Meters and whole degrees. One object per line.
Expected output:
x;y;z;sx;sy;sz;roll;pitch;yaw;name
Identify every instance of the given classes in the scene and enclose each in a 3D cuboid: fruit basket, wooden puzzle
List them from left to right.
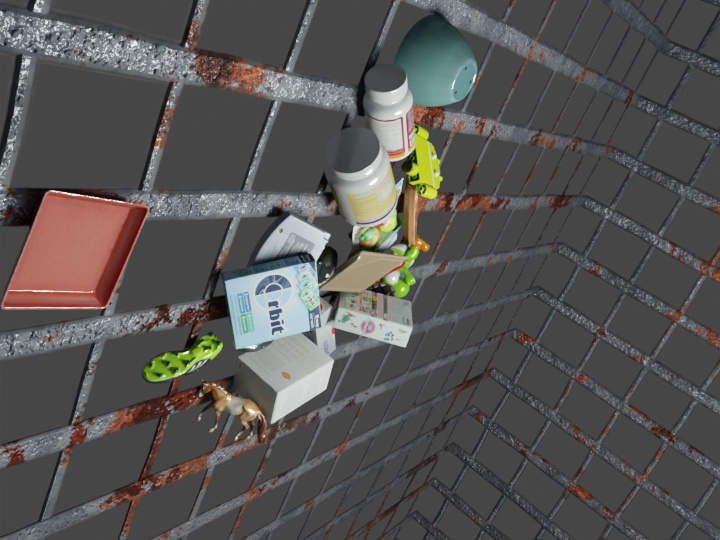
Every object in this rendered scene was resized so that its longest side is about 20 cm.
0.000;0.000;1.766;0.199;0.038;0.185;-1;152;-49;wooden puzzle
0.045;-0.117;1.765;0.185;0.094;0.200;-45;170;-21;fruit basket

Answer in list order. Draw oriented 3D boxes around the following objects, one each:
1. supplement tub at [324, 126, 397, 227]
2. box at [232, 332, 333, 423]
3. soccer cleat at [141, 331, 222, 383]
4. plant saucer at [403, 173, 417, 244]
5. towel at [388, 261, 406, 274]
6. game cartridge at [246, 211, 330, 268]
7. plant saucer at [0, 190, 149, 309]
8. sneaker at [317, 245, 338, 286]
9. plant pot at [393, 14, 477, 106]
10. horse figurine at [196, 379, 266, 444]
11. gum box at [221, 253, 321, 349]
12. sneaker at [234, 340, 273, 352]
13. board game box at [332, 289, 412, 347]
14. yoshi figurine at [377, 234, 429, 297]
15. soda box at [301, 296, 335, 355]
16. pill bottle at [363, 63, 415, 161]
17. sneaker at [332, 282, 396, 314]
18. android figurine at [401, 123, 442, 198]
0.000;-0.205;1.561;0.146;0.145;0.201;-47;153;-15;supplement tub
-0.192;0.257;1.752;0.199;0.152;0.107;-25;141;-44;box
-0.374;0.198;1.486;0.199;0.068;0.081;-25;154;-46;soccer cleat
0.132;-0.169;1.845;0.200;0.032;0.203;2;90;-85;plant saucer
0.024;0.003;1.891;0.144;0.023;0.199;-30;165;28;towel
-0.168;-0.024;1.535;0.132;0.042;0.201;28;102;-26;game cartridge
-0.455;-0.033;1.118;0.199;0.037;0.202;5;115;-60;plant saucer
-0.125;-0.009;1.648;0.199;0.076;0.115;-40;149;-29;sneaker
0.184;-0.455;1.596;0.200;0.134;0.201;-39;149;-29;plant pot
-0.302;0.339;1.674;0.050;0.198;0.133;-84;-160;-67;horse figurine
-0.189;0.066;1.523;0.198;0.045;0.172;-13;119;-17;gum box
-0.223;0.122;1.655;0.200;0.075;0.078;-37;135;-43;sneaker
0.033;0.116;1.863;0.148;0.198;0.065;-84;-169;-66;board game box
0.128;-0.004;2.047;0.201;0.112;0.112;-56;160;8;yoshi figurine
-0.113;0.157;1.870;0.068;0.063;0.201;-40;150;-28;soda box
0.063;-0.345;1.545;0.110;0.109;0.201;-44;151;-21;pill bottle
0.008;0.098;1.984;0.198;0.076;0.079;-25;158;-10;sneaker
0.156;-0.270;1.768;0.199;0.041;0.184;12;69;-59;android figurine
